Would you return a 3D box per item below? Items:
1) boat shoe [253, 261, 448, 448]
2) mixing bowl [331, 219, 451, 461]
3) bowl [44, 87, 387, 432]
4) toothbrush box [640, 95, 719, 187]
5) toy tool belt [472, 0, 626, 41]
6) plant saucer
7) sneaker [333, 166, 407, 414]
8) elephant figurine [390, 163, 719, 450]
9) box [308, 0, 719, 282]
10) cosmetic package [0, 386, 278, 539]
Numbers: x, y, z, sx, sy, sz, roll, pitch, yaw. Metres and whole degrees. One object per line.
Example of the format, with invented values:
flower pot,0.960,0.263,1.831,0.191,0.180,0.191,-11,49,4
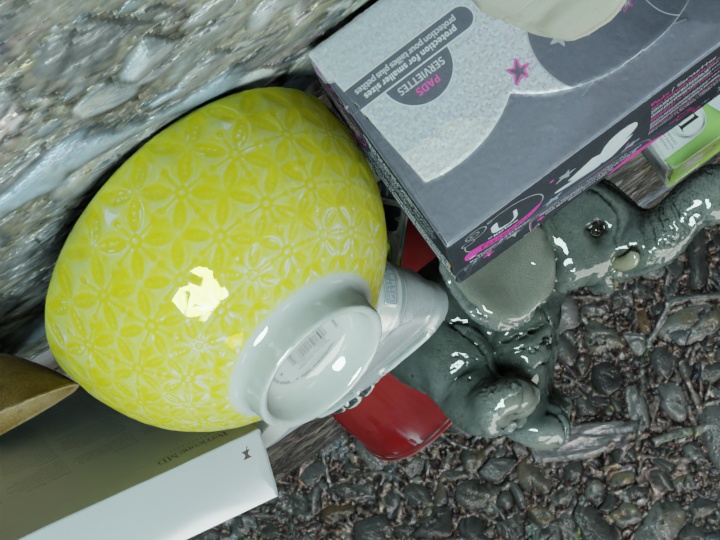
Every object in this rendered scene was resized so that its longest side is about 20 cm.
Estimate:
boat shoe,-0.023,0.056,1.102,0.068,0.072,0.200,12,137,-35
mixing bowl,0.013,0.028,1.373,0.200,0.108,0.201,-44,-150,34
bowl,-0.051,0.017,0.954,0.200,0.108,0.201,-33,148,-24
toothbrush box,0.229,-0.171,1.139,0.200,0.146,0.086,-37,171,4
toy tool belt,0.101,-0.191,0.703,0.200,0.125,0.123,-40,-157,46
plant saucer,-0.246,0.090,0.975,0.199,0.036,0.200,-26,177,-2
sneaker,0.000,0.000,1.202,0.080,0.077,0.201,-44,151,-69
elephant figurine,0.104,-0.007,1.107,0.154,0.142,0.201,10,112,-31
box,0.091,-0.111,0.967,0.199,0.132,0.115,-36,168,-1
cosmetic package,-0.169,0.126,1.070,0.199,0.052,0.151,-23,-157,-20
